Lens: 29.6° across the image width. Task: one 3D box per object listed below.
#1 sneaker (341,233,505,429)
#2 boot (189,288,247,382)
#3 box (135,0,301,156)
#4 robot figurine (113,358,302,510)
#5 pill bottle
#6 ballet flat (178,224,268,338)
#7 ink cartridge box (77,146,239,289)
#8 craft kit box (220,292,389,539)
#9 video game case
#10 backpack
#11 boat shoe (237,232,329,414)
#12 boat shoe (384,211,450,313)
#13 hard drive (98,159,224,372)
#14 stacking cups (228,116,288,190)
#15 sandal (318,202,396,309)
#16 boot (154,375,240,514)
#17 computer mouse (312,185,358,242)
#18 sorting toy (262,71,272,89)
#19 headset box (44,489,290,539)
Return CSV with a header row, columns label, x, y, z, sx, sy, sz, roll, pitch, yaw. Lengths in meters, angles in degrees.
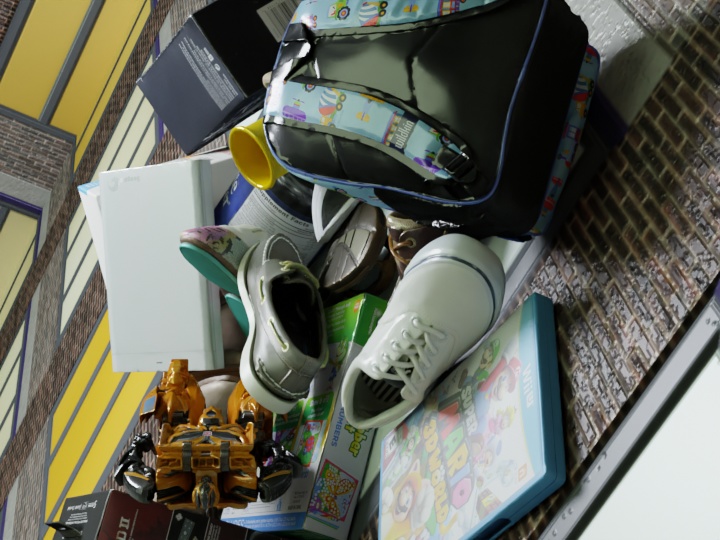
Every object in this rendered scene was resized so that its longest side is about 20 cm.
label,x,y,z,sx,sy,sz,roll,pitch,yaw
sneaker,0.042,0.053,0.945,0.071,0.073,0.200,-60,-2,-38
boot,-0.134,0.068,1.415,0.200,0.070,0.147,-25,37,50
box,-0.113,-0.239,1.475,0.200,0.104,0.182,-37,4,-30
robot figurine,-0.119,0.129,1.087,0.200,0.144,0.058,-101,11,-73
pill bottle,-0.065,-0.071,1.305,0.200,0.112,0.112,-50,27,39
ballet flat,-0.103,0.004,1.256,0.069,0.200,0.071,23,68,34
ink cartridge box,-0.185,-0.054,1.475,0.128,0.199,0.126,-158,52,-68
craft kit box,-0.046,0.131,1.156,0.200,0.048,0.198,-23,52,62
video game case,0.068,0.125,0.910,0.200,0.018,0.143,-49,27,41
backpack,0.041,-0.120,0.940,0.199,0.134,0.183,10,80,32
boat shoe,-0.060,0.031,1.138,0.060,0.072,0.202,-45,28,27
boat shoe,0.049,-0.026,1.030,0.201,0.072,0.072,-64,21,11
hard drive,-0.196,-0.002,1.337,0.131,0.026,0.201,-4,91,33
stacking cups,-0.018,-0.139,1.194,0.200,0.061,0.060,-31,3,-28
sandal,0.000,0.000,1.168,0.200,0.054,0.082,126,166,-70
boot,-0.157,0.198,1.299,0.200,0.070,0.147,121,168,-60
computer mouse,0.012,-0.111,1.167,0.200,0.044,0.110,-52,2,11
sorting toy,0.018,-0.202,1.174,0.037,0.185,0.200,68,166,-12
headset box,-0.158,0.236,1.106,0.149,0.199,0.078,-25,47,62
